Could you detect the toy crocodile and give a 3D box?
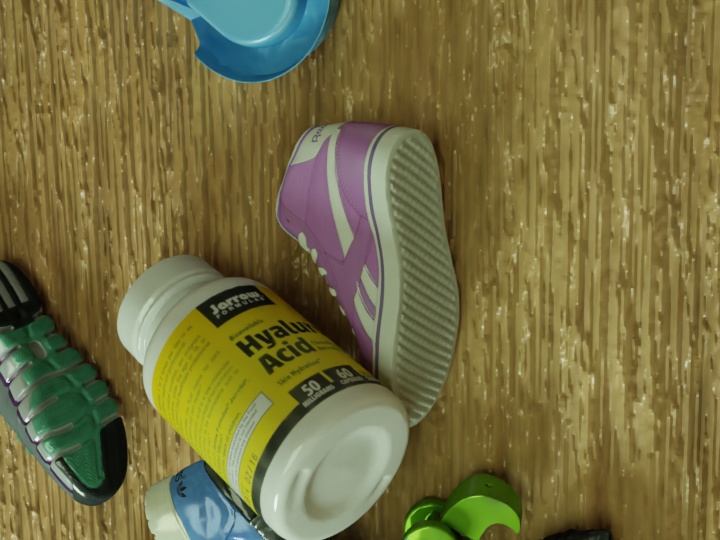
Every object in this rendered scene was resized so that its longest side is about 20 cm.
[{"bbox_3d":[0.035,0.219,0.846,0.062,0.068,0.200,33,96,1],"label":"toy crocodile"}]

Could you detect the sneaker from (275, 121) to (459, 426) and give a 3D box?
[{"bbox_3d":[0.000,0.000,0.836,0.114,0.073,0.202,9,110,38],"label":"sneaker"}]

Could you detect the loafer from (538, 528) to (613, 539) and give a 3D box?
[{"bbox_3d":[0.168,0.263,0.816,0.070,0.068,0.201,-23,89,31],"label":"loafer"}]

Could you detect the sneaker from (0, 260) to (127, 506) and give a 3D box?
[{"bbox_3d":[-0.247,0.092,0.946,0.087,0.074,0.201,-38,78,39],"label":"sneaker"}]

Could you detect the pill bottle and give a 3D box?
[{"bbox_3d":[-0.071,0.073,0.820,0.200,0.111,0.112,37,113,36],"label":"pill bottle"}]

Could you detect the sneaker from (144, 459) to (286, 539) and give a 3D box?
[{"bbox_3d":[-0.053,0.211,0.883,0.111,0.077,0.201,-28,101,11],"label":"sneaker"}]

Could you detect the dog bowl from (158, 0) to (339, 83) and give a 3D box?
[{"bbox_3d":[-0.096,-0.210,0.830,0.200,0.050,0.112,41,112,8],"label":"dog bowl"}]
